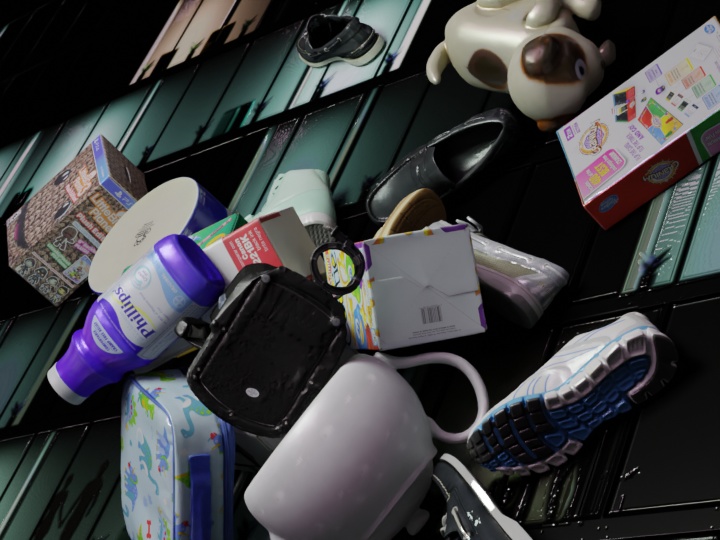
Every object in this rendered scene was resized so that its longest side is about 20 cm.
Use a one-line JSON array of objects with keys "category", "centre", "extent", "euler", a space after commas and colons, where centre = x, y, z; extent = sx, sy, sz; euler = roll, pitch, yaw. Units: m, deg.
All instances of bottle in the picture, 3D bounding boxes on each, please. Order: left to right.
[{"category": "bottle", "centre": [-0.228, 0.053, 1.667], "extent": [0.200, 0.084, 0.065], "euler": [-41, -14, 14]}]

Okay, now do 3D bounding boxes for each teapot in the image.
[{"category": "teapot", "centre": [0.003, 0.180, 1.510], "extent": [0.200, 0.146, 0.197], "euler": [-56, -5, 38]}]

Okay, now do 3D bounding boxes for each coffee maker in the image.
[{"category": "coffee maker", "centre": [-0.069, 0.054, 1.563], "extent": [0.192, 0.135, 0.200], "euler": [-35, 6, -1]}]

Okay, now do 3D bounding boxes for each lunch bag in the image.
[{"category": "lunch bag", "centre": [-0.181, 0.209, 1.673], "extent": [0.082, 0.200, 0.161], "euler": [-6, 17, -24]}]

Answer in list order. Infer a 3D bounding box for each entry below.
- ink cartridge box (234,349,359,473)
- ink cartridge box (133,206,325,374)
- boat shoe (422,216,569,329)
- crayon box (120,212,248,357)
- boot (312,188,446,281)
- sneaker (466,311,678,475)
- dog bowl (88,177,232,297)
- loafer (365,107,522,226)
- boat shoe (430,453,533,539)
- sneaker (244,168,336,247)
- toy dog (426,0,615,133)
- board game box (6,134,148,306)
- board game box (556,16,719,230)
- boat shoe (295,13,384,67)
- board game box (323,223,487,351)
[{"category": "ink cartridge box", "centre": [-0.101, 0.133, 1.764], "extent": [0.200, 0.084, 0.145], "euler": [-1, 51, 53]}, {"category": "ink cartridge box", "centre": [-0.151, 0.020, 1.756], "extent": [0.200, 0.084, 0.144], "euler": [-30, 0, 14]}, {"category": "boat shoe", "centre": [0.129, -0.007, 1.661], "extent": [0.065, 0.074, 0.202], "euler": [-43, 31, -8]}, {"category": "crayon box", "centre": [-0.183, 0.021, 1.988], "extent": [0.200, 0.119, 0.058], "euler": [-23, 35, 35]}, {"category": "boot", "centre": [0.000, 0.000, 1.825], "extent": [0.155, 0.073, 0.200], "euler": [-8, 49, 51]}, {"category": "sneaker", "centre": [0.180, 0.104, 1.456], "extent": [0.200, 0.075, 0.087], "euler": [-32, 23, 9]}, {"category": "dog bowl", "centre": [-0.259, -0.024, 2.191], "extent": [0.200, 0.079, 0.200], "euler": [-33, 30, 22]}, {"category": "loafer", "centre": [0.086, -0.114, 1.845], "extent": [0.200, 0.068, 0.070], "euler": [-33, -6, 17]}, {"category": "boat shoe", "centre": [0.099, 0.219, 1.394], "extent": [0.060, 0.076, 0.200], "euler": [-41, 27, -4]}, {"category": "sneaker", "centre": [-0.115, -0.053, 2.039], "extent": [0.200, 0.074, 0.118], "euler": [-22, 41, 21]}, {"category": "toy dog", "centre": [0.182, -0.237, 1.802], "extent": [0.194, 0.140, 0.200], "euler": [-18, 36, -16]}, {"category": "board game box", "centre": [-0.410, -0.074, 2.441], "extent": [0.200, 0.097, 0.159], "euler": [-41, 28, 8]}, {"category": "board game box", "centre": [0.296, -0.147, 1.650], "extent": [0.200, 0.040, 0.153], "euler": [-36, 29, 18]}, {"category": "boat shoe", "centre": [-0.044, -0.325, 2.314], "extent": [0.075, 0.066, 0.199], "euler": [-50, 28, -8]}, {"category": "board game box", "centre": [0.038, 0.018, 1.608], "extent": [0.105, 0.103, 0.200], "euler": [-9, 0, -13]}]
